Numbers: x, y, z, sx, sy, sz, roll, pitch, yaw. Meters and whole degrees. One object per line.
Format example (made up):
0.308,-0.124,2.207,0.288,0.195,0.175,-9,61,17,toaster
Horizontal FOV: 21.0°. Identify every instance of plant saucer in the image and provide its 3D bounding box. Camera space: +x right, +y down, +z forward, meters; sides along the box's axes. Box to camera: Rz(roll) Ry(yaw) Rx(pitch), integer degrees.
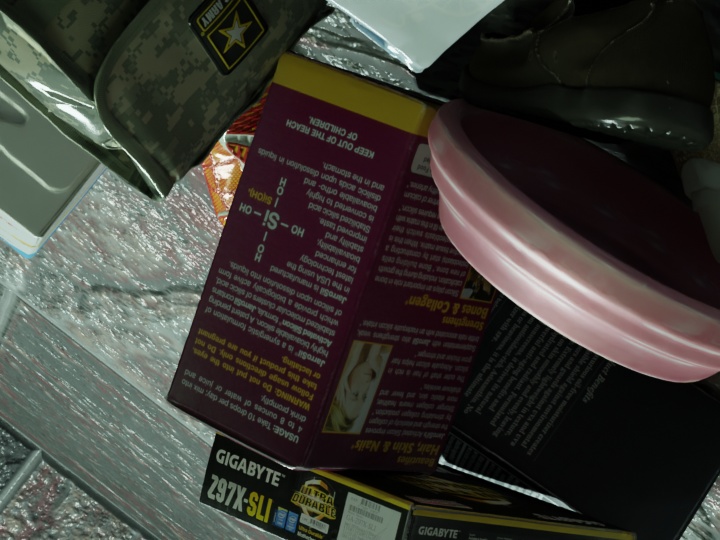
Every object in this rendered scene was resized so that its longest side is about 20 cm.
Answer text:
0.114,-0.010,0.931,0.200,0.051,0.201,27,-162,-10,plant saucer

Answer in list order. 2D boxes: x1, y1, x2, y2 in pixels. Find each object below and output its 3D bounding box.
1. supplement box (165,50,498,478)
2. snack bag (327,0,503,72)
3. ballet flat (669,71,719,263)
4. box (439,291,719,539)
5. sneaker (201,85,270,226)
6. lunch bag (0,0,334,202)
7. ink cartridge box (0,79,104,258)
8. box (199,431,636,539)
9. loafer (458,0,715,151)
0.000,0.000,1.040,0.103,0.200,0.131,23,-173,34,supplement box
0.020,-0.169,0.710,0.188,0.021,0.200,31,131,-31,snack bag
0.204,-0.017,0.897,0.200,0.065,0.071,37,162,2,ballet flat
0.121,0.115,1.266,0.198,0.123,0.200,35,160,8,box
-0.076,-0.090,1.250,0.077,0.073,0.200,52,163,22,sneaker
-0.119,-0.155,0.990,0.200,0.164,0.118,41,164,-14,lunch bag
-0.226,-0.112,1.269,0.147,0.146,0.200,39,171,-7,ink cartridge box
0.033,0.140,1.095,0.160,0.049,0.200,13,179,45,box
0.110,-0.098,0.891,0.073,0.071,0.200,14,-177,-23,loafer
